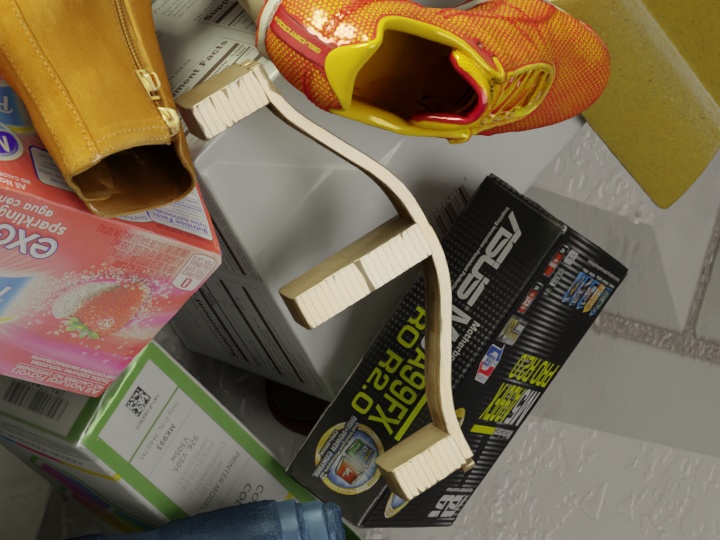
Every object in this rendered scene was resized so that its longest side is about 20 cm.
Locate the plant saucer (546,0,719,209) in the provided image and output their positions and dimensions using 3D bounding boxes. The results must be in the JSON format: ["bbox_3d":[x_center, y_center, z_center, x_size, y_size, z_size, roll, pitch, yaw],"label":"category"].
[{"bbox_3d":[0.140,-0.160,1.224,0.200,0.048,0.201,43,50,-51],"label":"plant saucer"}]

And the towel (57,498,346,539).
[{"bbox_3d":[-0.097,0.154,1.093,0.199,0.049,0.112,-10,137,2],"label":"towel"}]

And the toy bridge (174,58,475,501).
[{"bbox_3d":[0.000,0.000,1.056,0.067,0.027,0.200,-32,107,-11],"label":"toy bridge"}]

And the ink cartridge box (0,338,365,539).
[{"bbox_3d":[-0.087,0.091,1.143,0.059,0.104,0.200,-58,135,-15],"label":"ink cartridge box"}]

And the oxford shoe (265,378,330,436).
[{"bbox_3d":[0.029,0.003,1.266,0.200,0.070,0.075,-53,145,-4],"label":"oxford shoe"}]

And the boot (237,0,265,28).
[{"bbox_3d":[-0.054,-0.195,1.074,0.107,0.200,0.075,-33,170,1],"label":"boot"}]

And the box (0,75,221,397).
[{"bbox_3d":[-0.166,-0.034,0.985,0.200,0.103,0.095,17,128,-40],"label":"box"}]

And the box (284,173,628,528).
[{"bbox_3d":[0.051,0.044,1.190,0.160,0.044,0.200,-56,165,3],"label":"box"}]

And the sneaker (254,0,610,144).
[{"bbox_3d":[0.041,-0.078,1.069,0.200,0.077,0.073,-1,126,-46],"label":"sneaker"}]

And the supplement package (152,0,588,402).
[{"bbox_3d":[-0.015,-0.071,1.162,0.200,0.111,0.156,-48,131,-23],"label":"supplement package"}]

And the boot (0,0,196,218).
[{"bbox_3d":[-0.102,-0.090,0.991,0.144,0.071,0.201,61,17,4],"label":"boot"}]
